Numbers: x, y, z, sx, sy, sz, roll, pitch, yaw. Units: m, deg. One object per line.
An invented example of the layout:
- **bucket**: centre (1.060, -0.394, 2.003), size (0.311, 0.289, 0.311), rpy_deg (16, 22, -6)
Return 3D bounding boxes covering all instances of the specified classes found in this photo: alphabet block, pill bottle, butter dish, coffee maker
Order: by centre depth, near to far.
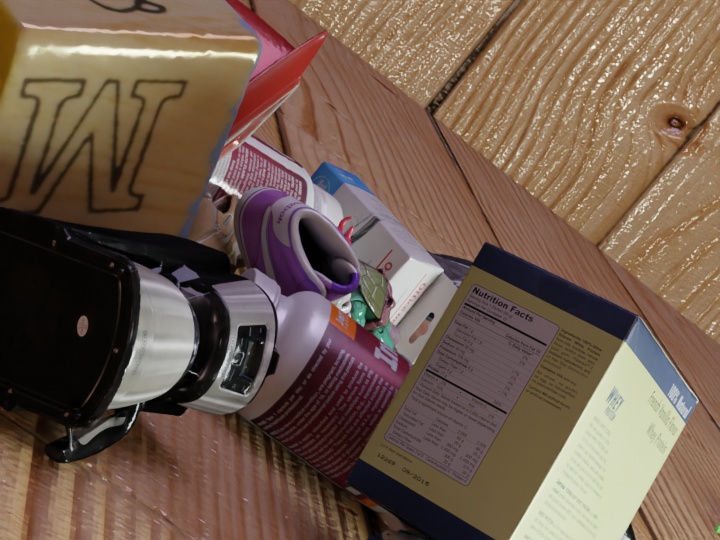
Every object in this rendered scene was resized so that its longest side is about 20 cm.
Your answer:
- **coffee maker**: centre (-0.172, 0.020, 1.120), size (0.192, 0.135, 0.200), rpy_deg (44, 12, 20)
- **alphabet block**: centre (-0.223, -0.136, 1.239), size (0.199, 0.198, 0.195), rpy_deg (-4, 39, -42)
- **pill bottle**: centre (-0.029, 0.090, 1.351), size (0.199, 0.113, 0.113), rpy_deg (37, 13, -16)
- **butter dish**: centre (-0.158, -0.155, 1.430), size (0.199, 0.200, 0.148), rpy_deg (-40, 92, -33)
- **pill bottle**: centre (-0.117, -0.070, 1.641), size (0.199, 0.114, 0.114), rpy_deg (31, 16, -39)

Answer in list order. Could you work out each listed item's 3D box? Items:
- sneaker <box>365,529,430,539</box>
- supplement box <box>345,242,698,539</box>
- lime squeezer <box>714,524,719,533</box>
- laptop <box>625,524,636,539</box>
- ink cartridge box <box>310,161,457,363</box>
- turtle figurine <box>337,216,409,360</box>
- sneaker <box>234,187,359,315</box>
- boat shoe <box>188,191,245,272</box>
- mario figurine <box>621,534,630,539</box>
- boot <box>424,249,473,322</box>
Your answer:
- **sneaker**: centre (0.027, 0.223, 1.189), size (0.088, 0.076, 0.200), rpy_deg (35, 2, 12)
- **supplement box**: centre (0.124, 0.123, 1.272), size (0.133, 0.201, 0.200), rpy_deg (27, -8, 30)
- **lime squeezer**: centre (0.509, 0.334, 2.299), size (0.071, 0.038, 0.200), rpy_deg (42, 13, 9)
- **laptop**: centre (0.212, 0.219, 1.871), size (0.177, 0.102, 0.202), rpy_deg (-79, 145, -75)
- **ink cartridge box**: centre (0.000, 0.000, 1.741), size (0.200, 0.116, 0.068), rpy_deg (48, 15, 33)
- **turtle figurine**: centre (-0.014, 0.038, 1.586), size (0.200, 0.100, 0.151), rpy_deg (49, 27, -45)
- **sneaker**: centre (-0.034, 0.032, 1.429), size (0.114, 0.072, 0.202), rpy_deg (18, -41, 54)
- **boat shoe**: centre (-0.139, -0.030, 1.477), size (0.200, 0.071, 0.077), rpy_deg (-40, 118, -78)
- **mario figurine**: centre (0.216, 0.289, 1.397), size (0.105, 0.124, 0.201), rpy_deg (20, 24, -25)
- **boot**: centre (0.055, 0.013, 1.825), size (0.198, 0.071, 0.132), rpy_deg (8, 17, -10)
